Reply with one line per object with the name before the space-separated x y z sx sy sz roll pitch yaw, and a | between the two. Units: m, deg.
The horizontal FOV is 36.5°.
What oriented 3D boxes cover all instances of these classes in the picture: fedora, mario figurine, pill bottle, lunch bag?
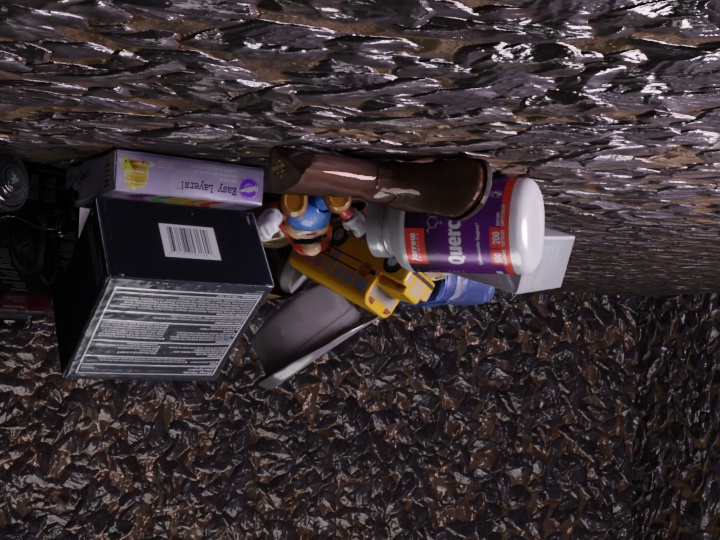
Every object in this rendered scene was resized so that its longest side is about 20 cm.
fedora | -0.076 0.079 1.528 0.199 0.091 0.177 -34 180 7
mario figurine | -0.058 -0.057 1.347 0.123 0.106 0.200 29 169 0
pill bottle | 0.111 -0.053 1.288 0.199 0.113 0.112 1 176 21
lunch bag | 0.116 -0.011 1.745 0.132 0.137 0.200 1 176 -36

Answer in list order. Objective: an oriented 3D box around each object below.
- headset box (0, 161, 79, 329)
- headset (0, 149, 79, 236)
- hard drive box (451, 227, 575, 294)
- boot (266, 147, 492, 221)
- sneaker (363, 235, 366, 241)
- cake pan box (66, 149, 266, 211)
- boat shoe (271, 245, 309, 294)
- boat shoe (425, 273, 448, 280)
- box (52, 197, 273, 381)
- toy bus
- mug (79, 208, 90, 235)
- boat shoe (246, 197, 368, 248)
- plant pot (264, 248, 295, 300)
headset box | -0.420 -0.028 1.329 0.077 0.201 0.149 1 177 28
headset | -0.408 -0.096 1.204 0.199 0.094 0.123 30 144 -31
hard drive box | 0.176 -0.030 1.436 0.155 0.077 0.200 19 -171 24
boot | 0.012 -0.097 1.135 0.199 0.065 0.186 9 171 -27
sneaker | 0.014 -0.066 1.649 0.087 0.075 0.200 22 180 15
cake pan box | -0.237 -0.099 1.297 0.183 0.053 0.200 7 174 -32
boat shoe | -0.093 -0.032 1.569 0.063 0.071 0.200 13 -149 7
boat shoe | 0.098 -0.020 1.558 0.069 0.074 0.200 -36 163 25
box | -0.239 0.028 1.287 0.199 0.124 0.199 5 138 -31
toy bus | 0.000 0.000 1.417 0.200 0.079 0.065 27 171 43
mug | -0.336 -0.042 1.562 0.199 0.149 0.175 8 -175 19
boat shoe | -0.088 -0.078 1.500 0.199 0.072 0.065 -1 139 -13
plant pot | -0.171 -0.025 1.547 0.200 0.028 0.200 36 -159 -15
